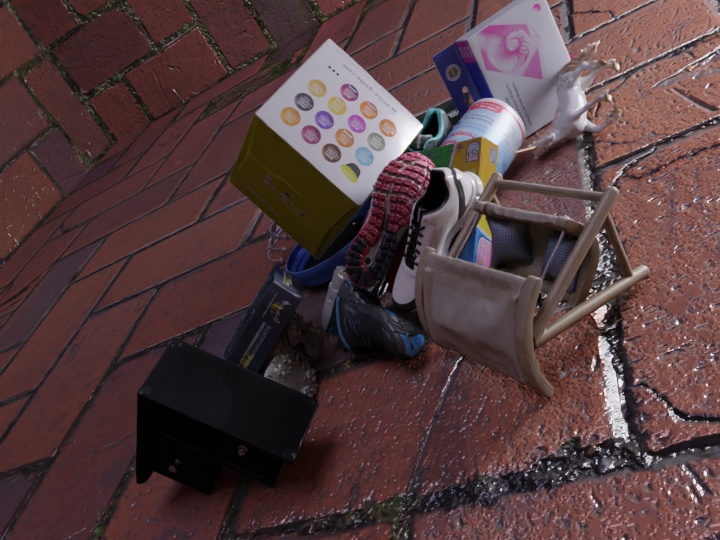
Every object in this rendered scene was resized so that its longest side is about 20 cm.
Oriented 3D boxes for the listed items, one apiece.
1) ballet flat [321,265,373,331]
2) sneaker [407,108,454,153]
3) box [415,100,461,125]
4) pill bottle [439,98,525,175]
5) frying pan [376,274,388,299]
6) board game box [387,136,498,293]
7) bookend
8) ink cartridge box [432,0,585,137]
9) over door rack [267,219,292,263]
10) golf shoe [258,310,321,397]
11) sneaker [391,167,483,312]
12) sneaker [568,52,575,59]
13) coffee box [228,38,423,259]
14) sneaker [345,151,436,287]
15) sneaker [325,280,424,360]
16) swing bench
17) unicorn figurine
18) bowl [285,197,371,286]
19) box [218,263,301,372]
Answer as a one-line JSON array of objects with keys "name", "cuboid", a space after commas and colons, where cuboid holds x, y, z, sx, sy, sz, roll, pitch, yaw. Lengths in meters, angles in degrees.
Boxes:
[{"name": "ballet flat", "cuboid": [0.000, 0.000, 1.104, 0.200, 0.070, 0.069, -46, 27, -2]}, {"name": "sneaker", "cuboid": [0.095, -0.179, 1.201, 0.076, 0.092, 0.203, 12, 63, 30]}, {"name": "box", "cuboid": [0.082, -0.247, 1.377, 0.197, 0.048, 0.193, -27, 11, -4]}, {"name": "pill bottle", "cuboid": [0.172, -0.169, 1.159, 0.107, 0.110, 0.201, -2, 41, 47]}, {"name": "frying pan", "cuboid": [0.050, -0.031, 1.172, 0.190, 0.031, 0.114, -45, 27, -25]}, {"name": "board game box", "cuboid": [0.113, -0.070, 1.028, 0.151, 0.040, 0.205, -7, 72, 43]}, {"name": "bookend", "cuboid": [-0.172, 0.215, 0.926, 0.093, 0.195, 0.202, -64, -5, -46]}, {"name": "ink cartridge box", "cuboid": [0.246, -0.316, 1.214, 0.198, 0.198, 0.043, -33, 24, 2]}, {"name": "over door rack", "cuboid": [-0.107, -0.119, 1.362, 0.148, 0.065, 0.203, 119, 174, -70]}, {"name": "golf shoe", "cuboid": [-0.110, 0.149, 1.035, 0.097, 0.078, 0.201, -43, 17, 26]}, {"name": "sneaker", "cuboid": [0.083, -0.043, 0.965, 0.073, 0.079, 0.204, 30, 100, 43]}, {"name": "sneaker", "cuboid": [0.290, -0.327, 1.298, 0.198, 0.081, 0.075, -36, 30, -4]}, {"name": "coffee box", "cuboid": [-0.059, -0.181, 1.156, 0.199, 0.199, 0.200, -52, 4, -31]}, {"name": "sneaker", "cuboid": [0.036, -0.072, 1.025, 0.202, 0.080, 0.075, -58, 0, -3]}, {"name": "sneaker", "cuboid": [0.018, 0.085, 0.994, 0.083, 0.072, 0.199, -62, 30, 3]}, {"name": "swing bench", "cuboid": [0.178, 0.007, 0.845, 0.200, 0.131, 0.198, -43, 28, -17]}, {"name": "unicorn figurine", "cuboid": [0.330, -0.251, 1.148, 0.136, 0.074, 0.203, -20, 39, 45]}, {"name": "bowl", "cuboid": [-0.039, -0.050, 1.271, 0.198, 0.040, 0.202, -33, 23, 15]}, {"name": "box", "cuboid": [-0.154, 0.097, 1.052, 0.202, 0.050, 0.158, -58, 10, 3]}]
